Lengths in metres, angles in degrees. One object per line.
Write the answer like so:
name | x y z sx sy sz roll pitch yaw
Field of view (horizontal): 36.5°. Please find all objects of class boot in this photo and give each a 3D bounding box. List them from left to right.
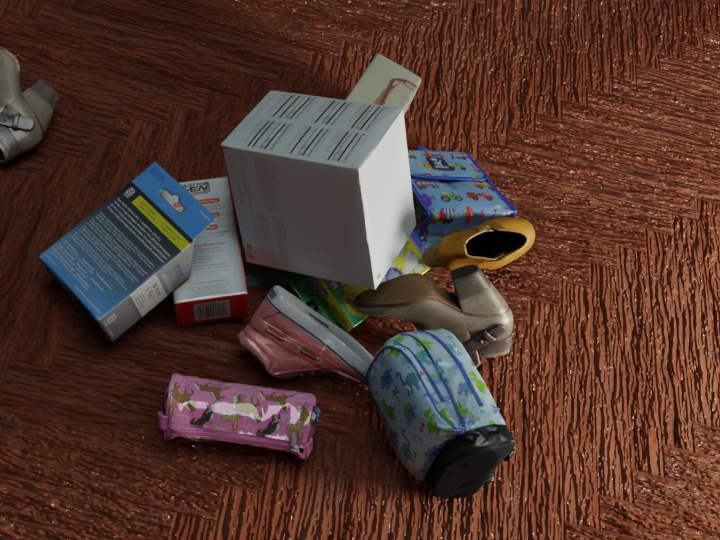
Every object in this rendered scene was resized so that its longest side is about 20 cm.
boot | -0.536 -0.244 1.563 0.198 0.071 0.147 29 54 6
boot | 0.107 0.076 1.480 0.197 0.148 0.071 -12 31 15
boot | 0.197 -0.037 1.520 0.199 0.144 0.072 -14 92 -26

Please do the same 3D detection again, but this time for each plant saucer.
plant saucer | -0.089 -0.015 1.563 0.197 0.019 0.071 -5 56 -19

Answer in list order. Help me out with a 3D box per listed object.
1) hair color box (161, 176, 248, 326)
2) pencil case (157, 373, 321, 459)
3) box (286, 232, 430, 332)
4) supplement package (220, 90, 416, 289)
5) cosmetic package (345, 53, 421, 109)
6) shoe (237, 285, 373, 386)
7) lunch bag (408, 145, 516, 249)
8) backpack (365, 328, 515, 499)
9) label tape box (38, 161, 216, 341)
hair color box | -0.216 -0.028 1.497 0.100 0.062 0.202 -7 57 -9
pencil case | -0.152 0.181 1.358 0.197 0.086 0.084 10 82 -9
box | 0.000 0.000 1.533 0.199 0.048 0.118 -37 91 -29
supplement package | -0.049 -0.109 1.436 0.197 0.193 0.148 12 43 23
cosmetic package | 0.014 -0.234 1.683 0.086 0.104 0.201 28 43 0
shoe | -0.066 0.112 1.448 0.199 0.091 0.072 37 9 -19
lunch bag | 0.125 -0.119 1.673 0.148 0.095 0.201 -3 45 -22
backpack | 0.094 0.169 1.385 0.151 0.164 0.202 3 55 -20
label tape box | -0.296 -0.026 1.425 0.200 0.064 0.144 -41 61 -16
